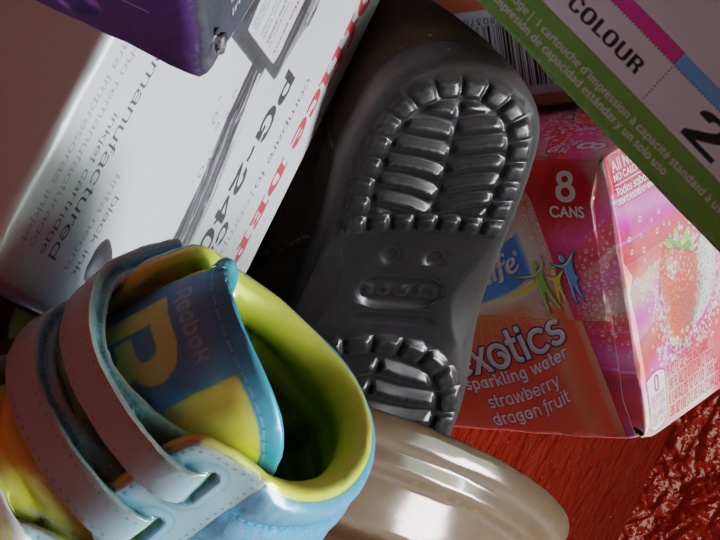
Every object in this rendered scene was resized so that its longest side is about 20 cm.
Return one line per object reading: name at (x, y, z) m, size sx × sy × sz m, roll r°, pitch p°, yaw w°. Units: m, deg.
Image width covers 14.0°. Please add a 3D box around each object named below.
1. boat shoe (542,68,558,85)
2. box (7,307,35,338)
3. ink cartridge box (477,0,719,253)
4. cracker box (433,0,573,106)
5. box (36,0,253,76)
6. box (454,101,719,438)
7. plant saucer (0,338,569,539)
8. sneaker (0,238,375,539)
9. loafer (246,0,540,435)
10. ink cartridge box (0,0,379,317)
boat shoe at (0.123, -0.126, 0.796) m, size 0.068 × 0.072 × 0.200 m, roll 12°, pitch 119°, yaw -44°
box at (-0.048, -0.016, 0.965) m, size 0.200 × 0.050 × 0.075 m, roll -51°, pitch 164°, yaw -45°
ink cartridge box at (0.119, -0.124, 0.707) m, size 0.200 × 0.148 × 0.076 m, roll -49°, pitch 167°, yaw 22°
cracker box at (0.087, -0.110, 1.005) m, size 0.200 × 0.133 × 0.058 m, roll -79°, pitch 161°, yaw -70°
box at (-0.066, -0.142, 0.433) m, size 0.105 × 0.147 × 0.200 m, roll -59°, pitch 165°, yaw -20°
box at (0.096, -0.022, 0.981) m, size 0.200 × 0.102 × 0.095 m, roll -28°, pitch 115°, yaw -49°
plant saucer at (-0.042, 0.064, 0.806) m, size 0.200 × 0.199 × 0.030 m, roll 75°, pitch 25°, yaw -71°
sneaker at (-0.089, 0.040, 0.631) m, size 0.199 × 0.080 × 0.131 m, roll -1°, pitch 147°, yaw -30°
loafer at (0.000, 0.000, 0.875) m, size 0.071 × 0.073 × 0.201 m, roll -104°, pitch -148°, yaw -46°
ink cartridge box at (-0.065, -0.063, 0.728) m, size 0.146 × 0.083 × 0.200 m, roll -64°, pitch 167°, yaw -5°
